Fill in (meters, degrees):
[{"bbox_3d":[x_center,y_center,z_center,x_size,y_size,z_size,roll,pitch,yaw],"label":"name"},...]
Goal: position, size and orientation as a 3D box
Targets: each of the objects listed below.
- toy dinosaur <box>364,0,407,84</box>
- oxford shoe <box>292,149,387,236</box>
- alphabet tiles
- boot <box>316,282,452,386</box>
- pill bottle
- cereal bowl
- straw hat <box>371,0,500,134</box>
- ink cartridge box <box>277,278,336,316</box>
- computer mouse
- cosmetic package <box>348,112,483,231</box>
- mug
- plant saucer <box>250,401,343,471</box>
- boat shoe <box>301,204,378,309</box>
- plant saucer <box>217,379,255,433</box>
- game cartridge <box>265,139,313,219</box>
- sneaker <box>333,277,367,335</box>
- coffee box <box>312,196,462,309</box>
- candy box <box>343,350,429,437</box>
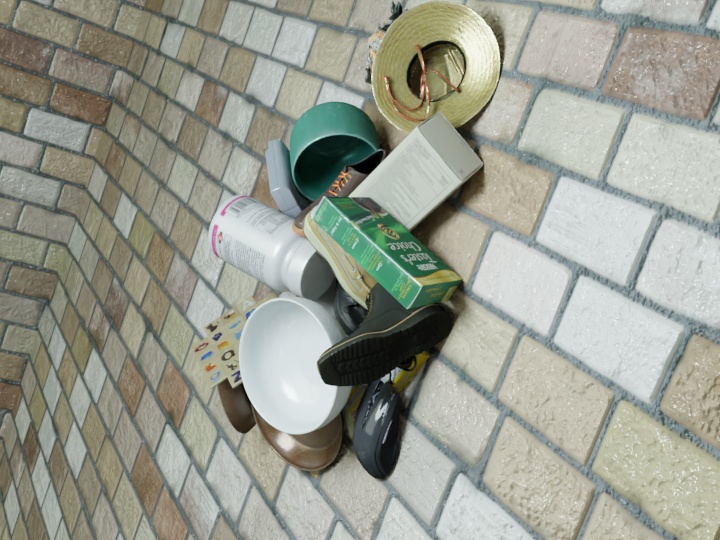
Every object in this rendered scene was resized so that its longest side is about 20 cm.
[{"bbox_3d":[0.047,-0.343,1.672,0.136,0.102,0.200,-51,8,-11],"label":"toy dinosaur"},{"bbox_3d":[-0.031,-0.124,1.652,0.071,0.199,0.073,30,144,37],"label":"oxford shoe"},{"bbox_3d":[-0.191,0.112,1.718,0.166,0.006,0.200,-35,33,-4],"label":"alphabet tiles"},{"bbox_3d":[0.013,0.080,1.495,0.138,0.198,0.078,-131,27,-51],"label":"boot"},{"bbox_3d":[-0.138,-0.035,1.690,0.199,0.113,0.114,27,101,31],"label":"pill bottle"},{"bbox_3d":[-0.084,0.136,1.567,0.199,0.083,0.203,5,99,37],"label":"cereal bowl"},{"bbox_3d":[0.116,-0.295,1.581,0.085,0.199,0.203,4,-75,-76],"label":"straw hat"},{"bbox_3d":[-0.102,0.112,1.772,0.200,0.084,0.147,-39,44,44],"label":"ink cartridge box"},{"bbox_3d":[0.005,0.193,1.535,0.140,0.046,0.202,23,105,48],"label":"computer mouse"},{"bbox_3d":[0.074,-0.126,1.546,0.104,0.073,0.200,51,133,2],"label":"cosmetic package"},{"bbox_3d":[-0.051,-0.193,1.761,0.185,0.151,0.115,-49,34,35],"label":"mug"},{"bbox_3d":[-0.094,0.219,1.680,0.199,0.037,0.203,14,113,37],"label":"plant saucer"},{"bbox_3d":[-0.003,-0.017,1.569,0.076,0.200,0.072,-37,9,48],"label":"boat shoe"},{"bbox_3d":[-0.203,0.181,1.844,0.036,0.201,0.202,-11,59,12],"label":"plant saucer"},{"bbox_3d":[-0.102,-0.113,1.794,0.041,0.200,0.134,-23,50,9],"label":"game cartridge"},{"bbox_3d":[0.003,0.001,1.666,0.104,0.059,0.201,-52,32,42],"label":"sneaker"},{"bbox_3d":[0.038,-0.029,1.475,0.200,0.123,0.044,44,115,24],"label":"coffee box"},{"bbox_3d":[0.031,0.151,1.579,0.200,0.026,0.103,-53,39,33],"label":"candy box"}]
